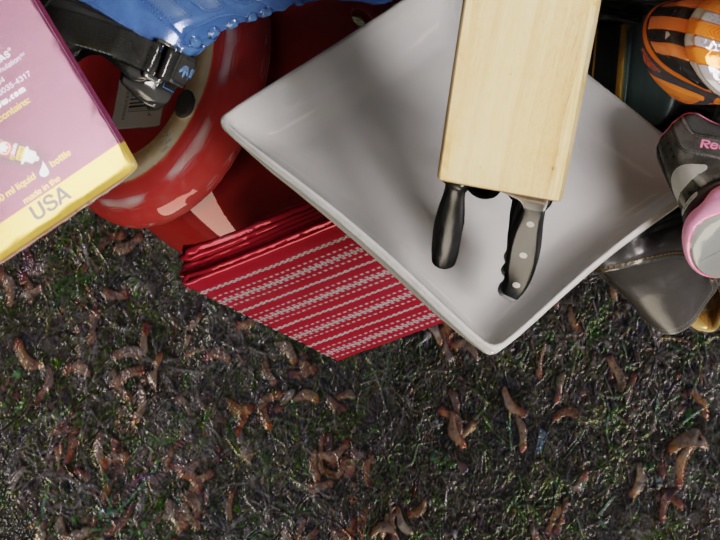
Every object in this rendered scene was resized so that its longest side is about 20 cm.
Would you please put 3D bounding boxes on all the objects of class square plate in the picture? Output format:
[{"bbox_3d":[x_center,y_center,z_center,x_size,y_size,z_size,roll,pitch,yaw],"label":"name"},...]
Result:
[{"bbox_3d":[0.057,-0.059,1.322,0.198,0.029,0.200,40,-129,19],"label":"square plate"}]

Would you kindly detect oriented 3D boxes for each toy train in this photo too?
[{"bbox_3d":[0.176,-0.107,1.464,0.113,0.086,0.200,7,179,34],"label":"toy train"}]

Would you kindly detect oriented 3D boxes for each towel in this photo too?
[{"bbox_3d":[0.000,0.000,1.426,0.144,0.023,0.200,-20,156,21],"label":"towel"}]

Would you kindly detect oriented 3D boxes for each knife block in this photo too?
[{"bbox_3d":[0.073,-0.074,1.181,0.064,0.177,0.200,9,-179,3],"label":"knife block"}]

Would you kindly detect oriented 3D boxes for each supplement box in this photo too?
[{"bbox_3d":[-0.222,-0.112,1.278,0.103,0.201,0.131,-35,-163,-15],"label":"supplement box"}]

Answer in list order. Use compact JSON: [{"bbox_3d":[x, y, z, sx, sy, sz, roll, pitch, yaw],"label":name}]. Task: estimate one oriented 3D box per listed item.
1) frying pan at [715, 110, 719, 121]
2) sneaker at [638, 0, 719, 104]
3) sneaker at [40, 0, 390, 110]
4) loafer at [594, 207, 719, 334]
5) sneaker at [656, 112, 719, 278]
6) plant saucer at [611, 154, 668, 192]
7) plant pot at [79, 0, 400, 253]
[{"bbox_3d":[0.252,-0.097,1.148,0.114,0.031,0.190,6,170,-12],"label":"frying pan"},{"bbox_3d":[0.236,-0.105,1.286,0.199,0.078,0.112,21,-179,-21],"label":"sneaker"},{"bbox_3d":[-0.080,-0.136,1.322,0.199,0.112,0.077,10,-179,-2],"label":"sneaker"},{"bbox_3d":[0.181,0.000,1.420,0.072,0.073,0.200,-9,176,26],"label":"loafer"},{"bbox_3d":[0.243,-0.052,1.335,0.199,0.079,0.096,1,-134,-34],"label":"sneaker"},{"bbox_3d":[0.168,-0.053,1.454,0.199,0.037,0.200,-5,175,0],"label":"plant saucer"},{"bbox_3d":[-0.072,-0.097,1.468,0.182,0.202,0.200,18,176,-41],"label":"plant pot"}]
